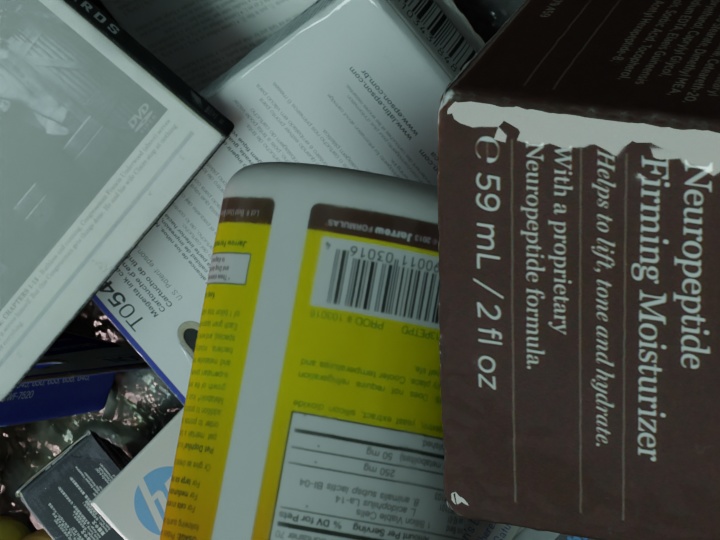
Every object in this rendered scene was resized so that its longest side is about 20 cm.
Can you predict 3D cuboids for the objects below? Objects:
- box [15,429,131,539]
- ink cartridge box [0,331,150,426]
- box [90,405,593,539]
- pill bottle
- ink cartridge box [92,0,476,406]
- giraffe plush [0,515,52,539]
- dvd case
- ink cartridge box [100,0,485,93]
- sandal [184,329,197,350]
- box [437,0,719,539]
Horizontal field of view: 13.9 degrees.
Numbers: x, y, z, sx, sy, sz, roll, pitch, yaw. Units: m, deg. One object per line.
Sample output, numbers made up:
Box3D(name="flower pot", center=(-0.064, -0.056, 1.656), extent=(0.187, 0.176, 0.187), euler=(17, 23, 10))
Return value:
Box3D(name="box", center=(-0.067, 0.163, 1.327), extent=(0.200, 0.049, 0.161), euler=(50, 175, 4))
Box3D(name="ink cartridge box", center=(-0.209, 0.048, 1.332), extent=(0.200, 0.198, 0.047), euler=(13, 100, 33))
Box3D(name="box", center=(0.021, 0.105, 1.145), extent=(0.156, 0.041, 0.200), euler=(-45, 82, 0))
Box3D(name="pill bottle", center=(-0.012, 0.067, 1.076), extent=(0.109, 0.109, 0.200), euler=(7, 84, 35))
Box3D(name="ink cartridge box", center=(0.000, 0.000, 1.210), extent=(0.200, 0.043, 0.196), euler=(-33, 103, 33))
Box3D(name="giraffe plush", center=(-0.181, 0.236, 1.435), extent=(0.200, 0.162, 0.173), euler=(52, 133, 3))
Box3D(name="dvd case", center=(-0.173, -0.066, 1.179), extent=(0.200, 0.025, 0.150), euler=(40, 107, -4))
Box3D(name="ink cartridge box", center=(-0.028, -0.123, 1.219), extent=(0.160, 0.047, 0.200), euler=(-20, 117, 42))
Box3D(name="sandal", center=(-0.023, 0.018, 1.273), extent=(0.075, 0.045, 0.200), euler=(50, 135, -5))
Box3D(name="box", center=(0.146, -0.007, 1.027), extent=(0.200, 0.164, 0.166), euler=(8, 117, 20))
